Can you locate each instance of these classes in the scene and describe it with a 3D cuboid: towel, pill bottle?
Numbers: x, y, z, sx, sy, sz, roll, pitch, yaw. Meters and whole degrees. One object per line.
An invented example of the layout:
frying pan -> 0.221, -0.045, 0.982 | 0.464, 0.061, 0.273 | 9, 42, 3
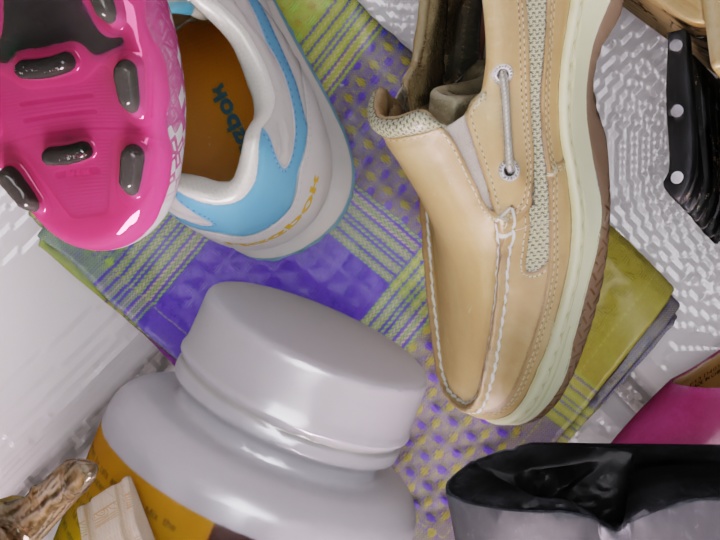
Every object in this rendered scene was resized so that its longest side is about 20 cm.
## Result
towel -> 0.000, 0.000, 0.823 | 0.200, 0.023, 0.144 | 43, 93, -3
pill bottle -> -0.051, 0.109, 0.772 | 0.109, 0.109, 0.201 | 23, 102, -2

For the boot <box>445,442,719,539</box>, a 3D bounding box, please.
boot -> 0.045, 0.155, 0.775 | 0.164, 0.066, 0.201 | -9, 121, -11

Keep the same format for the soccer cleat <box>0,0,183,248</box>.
soccer cleat -> -0.088, -0.109, 0.698 | 0.070, 0.086, 0.201 | -13, 101, 27

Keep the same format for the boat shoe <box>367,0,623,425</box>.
boat shoe -> 0.035, -0.046, 0.757 | 0.076, 0.072, 0.201 | -5, 104, -33

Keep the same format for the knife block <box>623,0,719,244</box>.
knife block -> 0.162, -0.094, 0.763 | 0.175, 0.064, 0.200 | 38, 92, 25

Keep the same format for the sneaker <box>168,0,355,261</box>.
sneaker -> -0.073, -0.097, 0.774 | 0.076, 0.081, 0.200 | -37, 75, 8

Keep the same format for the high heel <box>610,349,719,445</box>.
high heel -> 0.143, 0.002, 0.798 | 0.199, 0.067, 0.096 | -31, 103, -4

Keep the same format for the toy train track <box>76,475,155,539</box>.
toy train track -> -0.096, 0.139, 0.715 | 0.200, 0.032, 0.115 | -34, 69, 29

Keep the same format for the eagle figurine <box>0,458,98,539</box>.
eagle figurine -> -0.188, 0.036, 0.760 | 0.200, 0.151, 0.152 | 38, 111, -4
